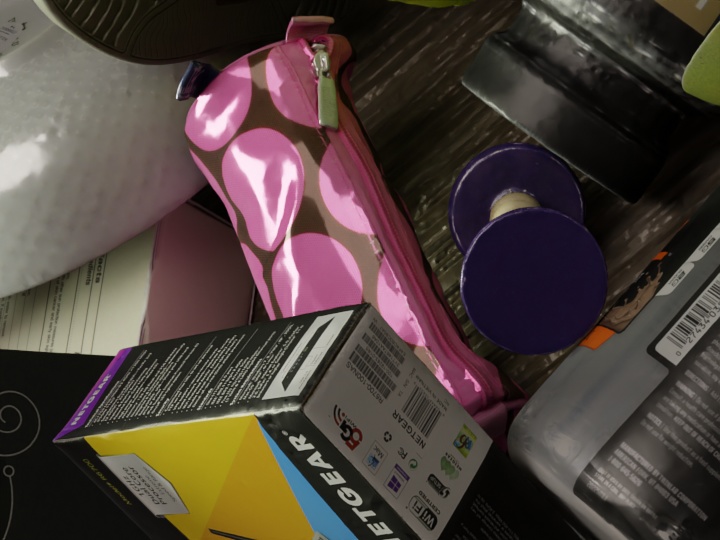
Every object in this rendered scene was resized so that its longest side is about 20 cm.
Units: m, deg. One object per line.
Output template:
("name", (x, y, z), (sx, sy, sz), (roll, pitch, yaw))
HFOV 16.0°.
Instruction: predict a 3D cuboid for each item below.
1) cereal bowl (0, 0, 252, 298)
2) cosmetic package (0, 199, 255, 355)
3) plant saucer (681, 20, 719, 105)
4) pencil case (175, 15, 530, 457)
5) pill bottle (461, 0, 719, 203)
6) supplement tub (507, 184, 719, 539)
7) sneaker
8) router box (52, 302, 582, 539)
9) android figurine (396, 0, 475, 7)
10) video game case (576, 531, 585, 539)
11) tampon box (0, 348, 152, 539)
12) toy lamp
("cereal bowl", (-0.144, -0.073, 1.149), (0.199, 0.084, 0.200), (-22, 26, 11))
("cosmetic package", (-0.147, 0.032, 1.182), (0.199, 0.071, 0.106), (-6, 67, 38))
("plant saucer", (0.200, -0.113, 0.892), (0.200, 0.200, 0.031), (-40, 79, 20))
("pencil case", (0.000, 0.000, 1.033), (0.094, 0.090, 0.201), (-46, 64, 43))
("pill bottle", (0.129, -0.132, 0.995), (0.112, 0.112, 0.201), (40, 98, 42))
("supplement tub", (0.155, 0.026, 0.883), (0.200, 0.123, 0.122), (-47, 48, -5))
("sneaker", (-0.093, -0.143, 1.096), (0.106, 0.199, 0.075), (33, 112, 32))
("router box", (0.008, 0.102, 0.896), (0.149, 0.200, 0.051), (-11, 38, 51))
("android figurine", (-0.025, -0.155, 1.021), (0.200, 0.181, 0.041), (35, 111, 42))
("video game case", (0.130, 0.155, 0.938), (0.182, 0.022, 0.200), (-51, 49, 11))
("tampon box", (-0.156, 0.116, 0.975), (0.126, 0.198, 0.151), (144, 125, -61))
("toy lamp", (0.062, -0.013, 0.969), (0.058, 0.058, 0.200), (-54, 7, 9))
